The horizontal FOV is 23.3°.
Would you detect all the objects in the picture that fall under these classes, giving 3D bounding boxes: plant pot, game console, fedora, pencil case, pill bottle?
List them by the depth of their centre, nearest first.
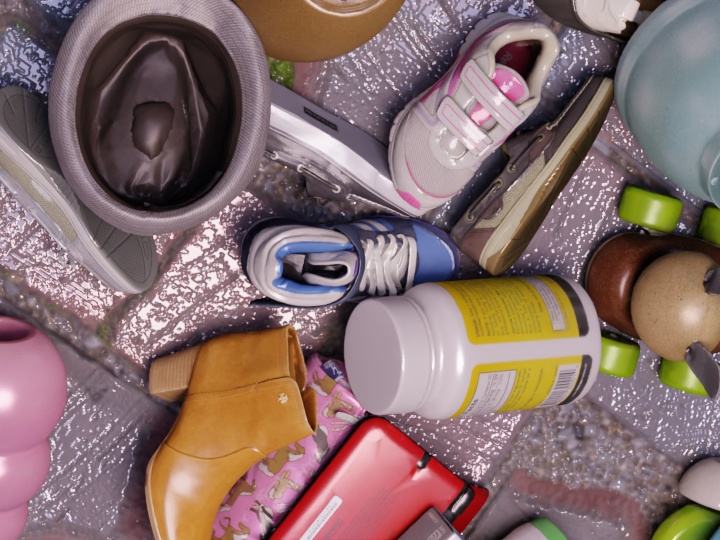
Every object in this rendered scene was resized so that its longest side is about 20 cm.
[{"bbox_3d":[-0.030,-0.249,1.370,0.184,0.200,0.188,-2,102,-10],"label":"plant pot"},{"bbox_3d":[-0.164,-0.130,1.404,0.175,0.090,0.202,0,93,-13],"label":"fedora"},{"bbox_3d":[0.324,-0.130,1.450,0.198,0.135,0.201,-7,137,-7],"label":"plant pot"},{"bbox_3d":[0.094,0.065,1.470,0.198,0.114,0.116,-3,102,-31],"label":"pill bottle"},{"bbox_3d":[-0.058,0.170,1.500,0.082,0.087,0.201,34,95,5],"label":"pencil case"},{"bbox_3d":[0.003,0.236,1.513,0.172,0.119,0.200,39,91,-14],"label":"game console"}]

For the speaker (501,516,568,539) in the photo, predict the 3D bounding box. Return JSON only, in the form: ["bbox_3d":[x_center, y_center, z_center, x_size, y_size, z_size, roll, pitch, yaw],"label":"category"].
[{"bbox_3d":[0.105,0.307,1.552,0.199,0.088,0.089,-35,105,-11],"label":"speaker"}]

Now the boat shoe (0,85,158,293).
[{"bbox_3d":[-0.245,-0.060,1.436,0.065,0.075,0.202,-26,114,39],"label":"boat shoe"}]

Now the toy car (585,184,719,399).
[{"bbox_3d":[0.289,0.032,1.485,0.156,0.200,0.166,13,98,-13],"label":"toy car"}]

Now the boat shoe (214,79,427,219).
[{"bbox_3d":[-0.034,-0.090,1.472,0.199,0.070,0.066,29,114,-19],"label":"boat shoe"}]

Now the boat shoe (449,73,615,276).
[{"bbox_3d":[0.148,-0.092,1.501,0.066,0.072,0.202,32,82,14],"label":"boat shoe"}]

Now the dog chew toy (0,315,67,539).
[{"bbox_3d":[-0.308,0.142,1.434,0.123,0.125,0.202,6,108,-12],"label":"dog chew toy"}]

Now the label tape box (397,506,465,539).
[{"bbox_3d":[0.039,0.319,1.446,0.200,0.063,0.144,-43,114,-3],"label":"label tape box"}]

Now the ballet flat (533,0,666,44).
[{"bbox_3d":[0.241,-0.223,1.496,0.198,0.068,0.069,18,97,-14],"label":"ballet flat"}]

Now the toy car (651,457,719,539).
[{"bbox_3d":[0.362,0.276,1.572,0.198,0.150,0.177,14,98,-13],"label":"toy car"}]

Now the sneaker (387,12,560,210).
[{"bbox_3d":[0.095,-0.139,1.450,0.081,0.088,0.201,36,75,-16],"label":"sneaker"}]

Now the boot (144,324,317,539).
[{"bbox_3d":[-0.103,0.150,1.448,0.143,0.071,0.203,-11,75,22],"label":"boot"}]

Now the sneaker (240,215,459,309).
[{"bbox_3d":[0.000,0.000,1.449,0.198,0.146,0.081,5,100,-12],"label":"sneaker"}]
